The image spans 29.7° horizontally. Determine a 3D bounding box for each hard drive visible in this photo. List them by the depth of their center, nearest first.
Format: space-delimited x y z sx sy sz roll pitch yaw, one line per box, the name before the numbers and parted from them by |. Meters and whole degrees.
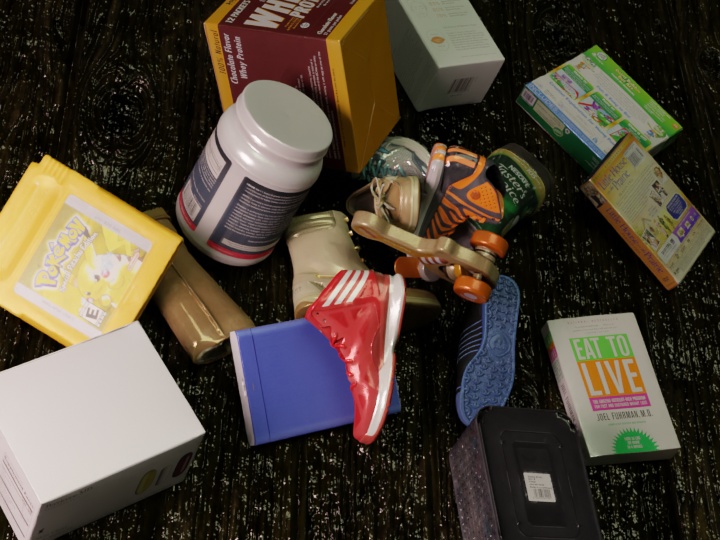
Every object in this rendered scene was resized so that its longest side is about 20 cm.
hard drive | -0.051 0.122 1.612 0.197 0.025 0.134 -10 88 -29

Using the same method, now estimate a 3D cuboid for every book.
book | 0.324 0.156 1.782 0.132 0.048 0.202 -2 57 -20

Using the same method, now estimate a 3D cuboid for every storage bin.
storage bin | 0.193 0.271 1.597 0.133 0.094 0.202 6 51 -19

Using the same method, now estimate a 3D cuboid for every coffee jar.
coffee jar | 0.181 -0.095 1.882 0.104 0.086 0.200 41 49 11

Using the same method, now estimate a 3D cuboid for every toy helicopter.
toy helicopter | 0.079 -0.024 1.690 0.198 0.132 0.080 24 76 -7

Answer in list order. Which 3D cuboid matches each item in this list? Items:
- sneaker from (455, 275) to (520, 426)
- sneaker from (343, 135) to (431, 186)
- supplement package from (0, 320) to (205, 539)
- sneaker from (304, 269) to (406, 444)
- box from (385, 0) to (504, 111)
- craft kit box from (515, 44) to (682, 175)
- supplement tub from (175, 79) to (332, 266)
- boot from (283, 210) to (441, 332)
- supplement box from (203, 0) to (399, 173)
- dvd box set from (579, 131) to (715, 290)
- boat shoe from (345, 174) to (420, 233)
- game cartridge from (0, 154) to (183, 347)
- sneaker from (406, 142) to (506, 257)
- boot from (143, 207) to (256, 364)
sneaker | 0.156 0.108 1.731 0.069 0.078 0.203 19 70 -11
sneaker | 0.021 -0.145 1.854 0.199 0.078 0.086 33 54 28
supplement package | -0.294 0.173 1.446 0.198 0.111 0.157 -21 64 -34
sneaker | -0.016 0.096 1.594 0.114 0.078 0.203 10 80 -8
box | 0.107 -0.351 2.041 0.123 0.098 0.202 -11 60 -30
craft kit box | 0.373 -0.243 2.111 0.196 0.049 0.200 -31 71 -35
supplement tub | -0.131 -0.118 1.671 0.139 0.201 0.141 22 38 -18
boot | 0.000 0.000 1.740 0.197 0.073 0.157 1 52 -19
supplement box | -0.073 -0.259 1.778 0.197 0.199 0.133 11 43 24
dvd box set | 0.421 -0.088 1.987 0.200 0.029 0.146 48 49 -4
boat shoe | 0.031 -0.083 1.753 0.062 0.200 0.075 4 85 -13
game cartridge | -0.331 -0.012 1.563 0.198 0.032 0.178 30 84 -1
sneaker | 0.126 -0.068 1.753 0.110 0.201 0.078 14 46 -1
boot | -0.242 0.027 1.614 0.174 0.066 0.201 -26 69 -35
